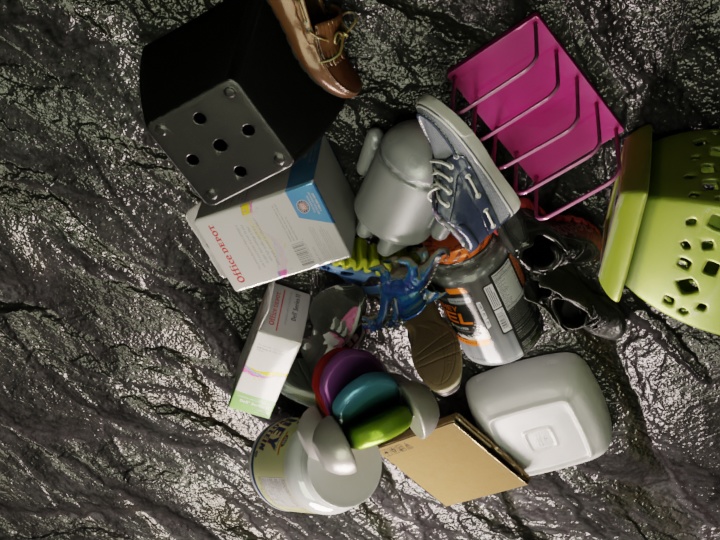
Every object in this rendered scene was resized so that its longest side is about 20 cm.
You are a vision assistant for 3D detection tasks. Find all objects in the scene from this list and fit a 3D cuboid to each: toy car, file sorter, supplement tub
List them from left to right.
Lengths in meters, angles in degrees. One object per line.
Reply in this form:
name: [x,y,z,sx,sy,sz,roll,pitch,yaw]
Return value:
supplement tub: [-0.068,0.291,1.912,0.145,0.145,0.200,36,157,-19]
toy car: [-0.002,0.176,1.734,0.174,0.200,0.151,-23,99,-13]
supplement tub: [0.165,0.022,1.747,0.122,0.123,0.200,-17,122,18]
file sorter: [0.219,-0.184,1.586,0.139,0.126,0.200,-31,118,26]

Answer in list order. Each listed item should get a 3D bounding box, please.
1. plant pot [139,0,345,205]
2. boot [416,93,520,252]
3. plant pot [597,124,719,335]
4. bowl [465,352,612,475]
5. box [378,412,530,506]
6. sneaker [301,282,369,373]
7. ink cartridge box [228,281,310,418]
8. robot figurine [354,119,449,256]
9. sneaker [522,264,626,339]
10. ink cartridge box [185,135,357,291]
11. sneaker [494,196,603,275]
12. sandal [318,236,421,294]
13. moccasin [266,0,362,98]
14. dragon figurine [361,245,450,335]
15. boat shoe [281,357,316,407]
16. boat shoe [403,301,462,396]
plant pot: [-0.159,-0.202,1.586,0.199,0.178,0.200,-24,119,22]
boot: [0.112,-0.116,1.558,0.090,0.073,0.200,-45,115,-8]
plant pot: [0.406,-0.063,1.616,0.181,0.200,0.200,11,128,7]
bowl: [0.270,0.229,1.920,0.199,0.075,0.200,-17,121,17]
box: [0.140,0.296,1.966,0.163,0.021,0.200,41,142,-17]
sneaker: [-0.024,0.073,1.823,0.080,0.086,0.200,52,148,15]
ink cartridge box: [-0.126,0.102,1.842,0.067,0.117,0.200,18,127,-8]
robot figurine: [0.063,-0.114,1.664,0.169,0.113,0.200,39,128,17]
sneaker: [0.300,0.056,1.767,0.060,0.104,0.200,-36,115,27]
ink cartridge box: [-0.120,-0.074,1.707,0.199,0.125,0.129,-16,123,17]
sneaker: [0.255,-0.033,1.683,0.200,0.098,0.071,15,129,-38]
sandal: [0.000,0.000,1.781,0.199,0.080,0.087,17,131,-5]
moccasin: [-0.050,-0.303,1.569,0.077,0.074,0.202,-17,113,28]
dragon figurine: [0.072,0.026,1.681,0.200,0.059,0.100,-19,97,44]
boat shoe: [-0.026,0.194,1.932,0.201,0.075,0.065,18,146,-6]
boat shoe: [0.103,0.105,1.776,0.072,0.200,0.065,-29,131,3]
